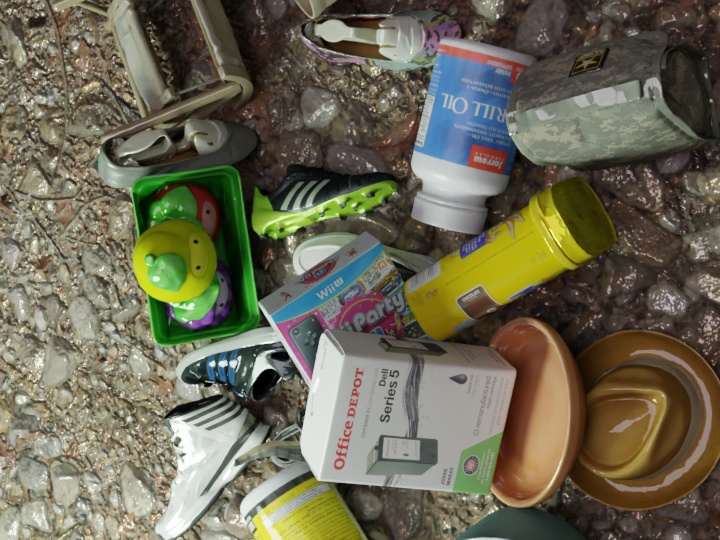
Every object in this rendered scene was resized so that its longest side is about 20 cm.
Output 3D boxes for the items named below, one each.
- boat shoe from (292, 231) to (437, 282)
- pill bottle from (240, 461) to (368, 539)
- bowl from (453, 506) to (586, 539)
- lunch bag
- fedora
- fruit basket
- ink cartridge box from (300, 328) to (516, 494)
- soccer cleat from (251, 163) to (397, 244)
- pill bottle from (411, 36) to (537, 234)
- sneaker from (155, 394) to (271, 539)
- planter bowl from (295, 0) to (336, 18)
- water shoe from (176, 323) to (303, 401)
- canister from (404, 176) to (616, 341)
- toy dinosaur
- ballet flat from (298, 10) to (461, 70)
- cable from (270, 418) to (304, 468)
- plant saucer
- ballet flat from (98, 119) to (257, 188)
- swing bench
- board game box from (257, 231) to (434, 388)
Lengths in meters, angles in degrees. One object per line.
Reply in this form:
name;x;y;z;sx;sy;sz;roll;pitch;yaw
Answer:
boat shoe;0.000;0.000;1.585;0.199;0.066;0.073;16;98;27
pill bottle;-0.047;0.330;1.588;0.112;0.112;0.201;-41;72;22
bowl;0.176;0.331;1.451;0.199;0.105;0.202;13;124;20
lunch bag;0.253;-0.168;1.372;0.163;0.200;0.119;-11;86;28
fedora;0.281;0.159;1.426;0.199;0.082;0.203;1;91;28
fruit basket;-0.200;-0.017;1.602;0.215;0.154;0.218;171;90;-71
ink cartridge box;0.049;0.152;1.457;0.084;0.198;0.147;-134;53;-67
soccer cleat;-0.048;-0.094;1.614;0.199;0.067;0.082;-16;70;28
pill bottle;0.118;-0.146;1.494;0.112;0.112;0.202;16;99;27
sneaker;-0.211;0.233;1.678;0.115;0.076;0.201;40;100;-3
planter bowl;-0.048;-0.408;1.551;0.134;0.200;0.201;-31;75;-2
water shoe;-0.148;0.123;1.649;0.199;0.071;0.080;-23;74;38
canister;0.158;-0.010;1.455;0.199;0.148;0.087;-32;85;27
toy dinosaur;-0.042;0.198;1.575;0.198;0.048;0.089;11;62;-10
ballet flat;0.016;-0.268;1.570;0.199;0.071;0.070;6;93;28
cable;-0.037;0.160;1.635;0.097;0.050;0.201;28;117;8
plant saucer;0.182;0.151;1.457;0.200;0.037;0.202;-174;90;-66
ballet flat;-0.218;-0.149;1.639;0.198;0.064;0.068;-16;57;-15
swing bench;-0.240;-0.277;1.680;0.199;0.130;0.200;-25;78;21
board game box;0.001;0.082;1.505;0.147;0.064;0.201;-33;109;-6
